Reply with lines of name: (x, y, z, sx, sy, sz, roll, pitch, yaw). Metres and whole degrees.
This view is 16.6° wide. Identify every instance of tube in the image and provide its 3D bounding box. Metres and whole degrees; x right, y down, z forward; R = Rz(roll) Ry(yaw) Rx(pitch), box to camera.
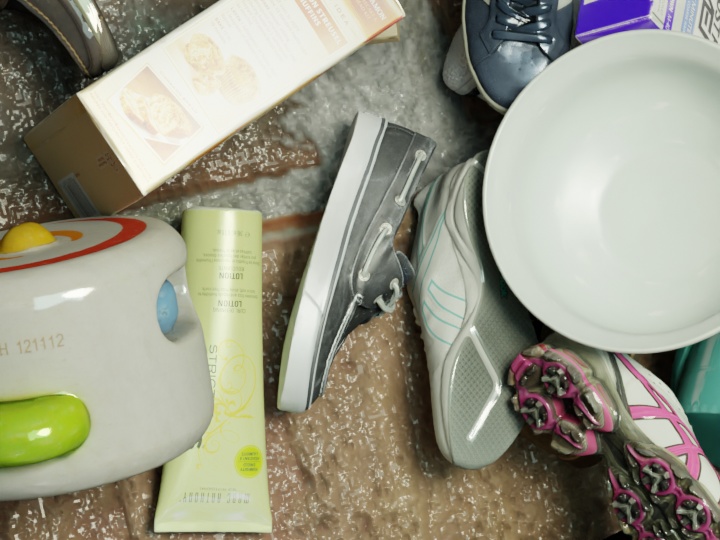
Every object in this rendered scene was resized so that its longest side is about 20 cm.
tube: (-0.087, 0.062, 1.530, 0.058, 0.052, 0.202, 1, 86, 22)

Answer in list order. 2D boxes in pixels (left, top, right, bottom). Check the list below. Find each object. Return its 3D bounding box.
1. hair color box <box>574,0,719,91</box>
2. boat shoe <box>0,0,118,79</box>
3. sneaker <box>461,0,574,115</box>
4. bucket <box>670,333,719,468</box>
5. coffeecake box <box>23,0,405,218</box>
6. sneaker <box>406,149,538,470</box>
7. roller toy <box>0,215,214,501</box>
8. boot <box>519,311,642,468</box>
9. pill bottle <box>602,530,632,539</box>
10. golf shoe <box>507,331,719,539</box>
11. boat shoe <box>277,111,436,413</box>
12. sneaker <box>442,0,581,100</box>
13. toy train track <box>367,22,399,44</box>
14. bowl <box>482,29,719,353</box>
hair color box: (0.224, -0.148, 1.602, 0.200, 0.064, 0.110, 39, 52, -41)
boat shoe: (-0.224, -0.188, 1.501, 0.073, 0.075, 0.200, -39, 78, -2)
sneaker: (0.104, -0.199, 1.541, 0.074, 0.085, 0.202, 3, 83, -2)
bucket: (0.301, 0.067, 1.586, 0.206, 0.207, 0.136, 27, 75, -14)
coffeecake box: (-0.091, -0.117, 1.494, 0.200, 0.153, 0.073, -36, 96, -20)
sneaker: (0.068, 0.029, 1.570, 0.070, 0.080, 0.202, 12, 75, -33)
roller toy: (-0.183, 0.041, 1.417, 0.182, 0.199, 0.141, -17, 104, -36)
boot: (0.151, 0.022, 1.599, 0.075, 0.073, 0.201, 26, 77, -26)
pill bottle: (0.210, 0.265, 1.571, 0.111, 0.112, 0.201, -26, 92, -20)
golf shoe: (0.184, 0.111, 1.514, 0.092, 0.073, 0.200, -26, 72, -44)
boat shoe: (0.000, 0.000, 1.553, 0.067, 0.072, 0.201, 18, 70, -2)
sneaker: (0.145, -0.181, 1.631, 0.115, 0.075, 0.201, 32, 79, -13)
toy train track: (0.008, -0.244, 1.572, 0.114, 0.033, 0.202, -5, 72, 9)
bowl: (0.183, -0.043, 1.528, 0.199, 0.090, 0.203, -3, 81, 18)
